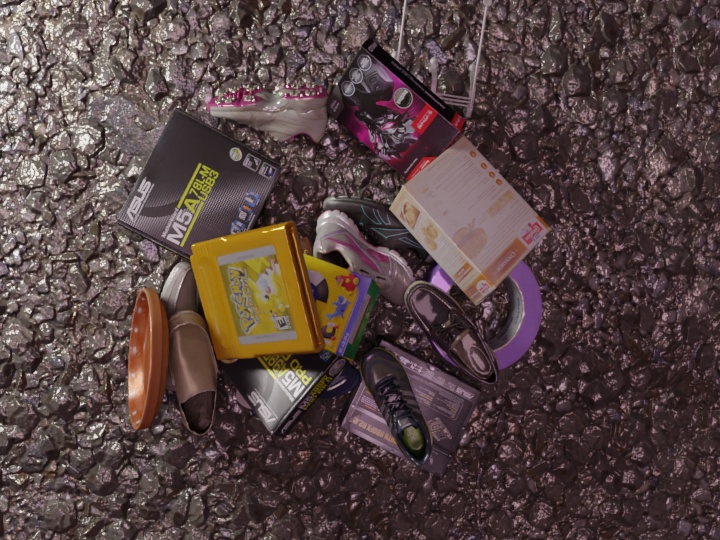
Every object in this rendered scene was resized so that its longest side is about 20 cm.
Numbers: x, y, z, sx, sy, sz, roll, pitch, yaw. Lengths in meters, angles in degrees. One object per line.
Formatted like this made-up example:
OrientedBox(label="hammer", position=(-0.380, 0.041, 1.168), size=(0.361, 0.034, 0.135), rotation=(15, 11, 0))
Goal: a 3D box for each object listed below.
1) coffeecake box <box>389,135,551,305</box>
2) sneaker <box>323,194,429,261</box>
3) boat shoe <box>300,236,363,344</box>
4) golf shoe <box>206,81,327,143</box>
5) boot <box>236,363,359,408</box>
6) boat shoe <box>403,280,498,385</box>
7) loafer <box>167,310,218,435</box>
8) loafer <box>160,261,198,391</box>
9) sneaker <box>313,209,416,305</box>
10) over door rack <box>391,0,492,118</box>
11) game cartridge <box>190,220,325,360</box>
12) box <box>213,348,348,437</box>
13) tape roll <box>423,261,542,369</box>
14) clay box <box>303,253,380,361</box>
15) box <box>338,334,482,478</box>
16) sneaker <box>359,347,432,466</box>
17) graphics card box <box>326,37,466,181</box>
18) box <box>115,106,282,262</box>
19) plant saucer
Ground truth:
OrientedBox(label="coffeecake box", position=(0.168, -0.079, 0.959), size=(0.153, 0.073, 0.201), rotation=(-39, 82, -26))
OrientedBox(label="sneaker", position=(0.032, -0.072, 1.006), size=(0.194, 0.075, 0.082), rotation=(13, 95, -5))
OrientedBox(label="boat shoe", position=(-0.054, 0.037, 1.007), size=(0.067, 0.072, 0.202), rotation=(-37, 93, 0))
OrientedBox(label="golf shoe", position=(-0.144, -0.239, 0.980), size=(0.193, 0.076, 0.094), rotation=(2, 127, 11))
OrientedBox(label="boot", position=(-0.100, 0.189, 1.013), size=(0.195, 0.091, 0.074), rotation=(-19, 52, 19))
OrientedBox(label="boat shoe", position=(0.147, 0.098, 0.967), size=(0.072, 0.065, 0.201), rotation=(-41, 96, -1))
OrientedBox(label="loafer", position=(-0.247, 0.159, 0.943), size=(0.074, 0.068, 0.206), rotation=(-15, 115, -23))
OrientedBox(label="loafer", position=(-0.279, 0.090, 0.987), size=(0.068, 0.069, 0.207), rotation=(15, 101, 25))
OrientedBox(label="sneaker", position=(0.000, 0.000, 0.985), size=(0.197, 0.081, 0.089), rotation=(35, 49, -9))
OrientedBox(label="over door rack", position=(0.125, -0.356, 0.989), size=(0.143, 0.067, 0.206), rotation=(7, 114, -5))
OrientedBox(label="game cartridge", position=(-0.153, 0.035, 0.888), size=(0.195, 0.032, 0.182), rotation=(-9, 99, 32))
OrientedBox(label="box", position=(-0.131, 0.125, 0.967), size=(0.161, 0.044, 0.200), rotation=(-47, 60, 1))
OrientedBox(label="tape roll", position=(0.196, 0.061, 1.034), size=(0.193, 0.066, 0.207), rotation=(0, 93, -4))
OrientedBox(label="clay box", position=(-0.079, 0.041, 0.919), size=(0.195, 0.048, 0.118), rotation=(19, 82, 25))
OrientedBox(label="box", position=(0.083, 0.225, 1.044), size=(0.196, 0.048, 0.162), rotation=(26, 92, -6))
OrientedBox(label="sneaker", position=(0.062, 0.212, 0.976), size=(0.073, 0.081, 0.203), rotation=(-30, 96, -2))
OrientedBox(label="graphics card box", position=(0.052, -0.244, 0.977), size=(0.199, 0.051, 0.126), rotation=(40, 129, -6))
OrientedBox(label="box", position=(-0.247, -0.118, 0.975), size=(0.189, 0.047, 0.204), rotation=(27, 79, -9))
OrientedBox(label="plant saucer", position=(-0.316, 0.131, 0.933), size=(0.031, 0.199, 0.207), rotation=(4, 94, -27))
